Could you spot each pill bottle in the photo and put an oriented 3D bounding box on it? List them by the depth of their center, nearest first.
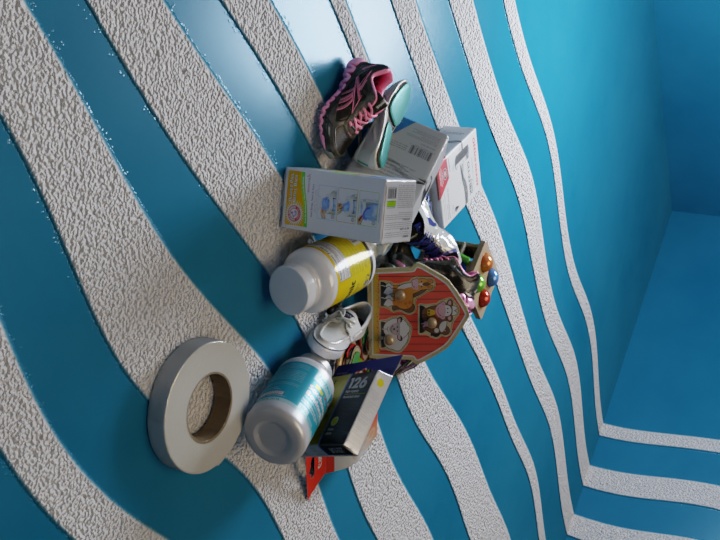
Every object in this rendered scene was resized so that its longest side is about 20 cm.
[{"bbox_3d":[-0.110,0.219,1.523,0.201,0.108,0.113,-58,145,-57],"label":"pill bottle"},{"bbox_3d":[-0.066,0.007,1.560,0.199,0.109,0.114,-26,120,-54],"label":"pill bottle"}]

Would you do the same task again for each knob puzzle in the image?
[{"bbox_3d":[0.111,0.085,1.756,0.031,0.214,0.225,-81,172,-76],"label":"knob puzzle"}]

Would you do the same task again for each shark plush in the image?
[{"bbox_3d":[0.000,0.000,1.723,0.084,0.089,0.204,106,1,-68],"label":"shark plush"}]

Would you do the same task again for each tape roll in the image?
[{"bbox_3d":[-0.241,0.204,1.385,0.202,0.036,0.208,-23,117,-56],"label":"tape roll"}]

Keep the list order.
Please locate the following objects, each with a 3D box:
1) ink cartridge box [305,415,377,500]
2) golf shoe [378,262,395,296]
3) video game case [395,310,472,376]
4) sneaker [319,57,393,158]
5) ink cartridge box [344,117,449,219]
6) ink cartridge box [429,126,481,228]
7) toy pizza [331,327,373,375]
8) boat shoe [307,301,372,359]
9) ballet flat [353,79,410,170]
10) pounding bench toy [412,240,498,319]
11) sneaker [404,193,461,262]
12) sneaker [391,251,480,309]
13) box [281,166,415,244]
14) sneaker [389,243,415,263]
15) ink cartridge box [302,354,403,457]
[{"bbox_3d":[-0.032,0.322,1.721,0.201,0.049,0.164,-52,155,-39],"label":"ink cartridge box"},{"bbox_3d":[0.081,0.057,1.838,0.086,0.078,0.203,-21,131,-11],"label":"golf shoe"},{"bbox_3d":[0.138,0.143,1.891,0.181,0.036,0.199,-46,167,16],"label":"video game case"},{"bbox_3d":[-0.003,-0.283,1.593,0.079,0.094,0.203,51,56,-54],"label":"sneaker"},{"bbox_3d":[0.057,-0.177,1.674,0.084,0.143,0.202,98,17,-59],"label":"ink cartridge box"},{"bbox_3d":[0.179,-0.202,1.954,0.200,0.082,0.147,-46,134,-46],"label":"ink cartridge box"},{"bbox_3d":[0.005,0.187,1.810,0.199,0.031,0.205,-25,119,-55],"label":"toy pizza"},{"bbox_3d":[-0.034,0.100,1.662,0.066,0.073,0.200,-60,171,22],"label":"boat shoe"},{"bbox_3d":[0.035,-0.268,1.645,0.070,0.068,0.203,58,43,-48],"label":"ballet flat"},{"bbox_3d":[0.204,-0.009,1.979,0.126,0.153,0.201,-63,145,-26],"label":"pounding bench toy"},{"bbox_3d":[0.122,-0.070,1.845,0.202,0.079,0.116,60,30,-17],"label":"sneaker"},{"bbox_3d":[0.155,0.000,1.826,0.197,0.079,0.097,26,88,-16],"label":"sneaker"},{"bbox_3d":[-0.021,-0.110,1.518,0.112,0.196,0.104,-8,106,-60],"label":"box"},{"bbox_3d":[0.126,0.021,1.897,0.076,0.112,0.203,-49,135,-42],"label":"sneaker"},{"bbox_3d":[-0.036,0.229,1.596,0.047,0.196,0.203,39,58,-24],"label":"ink cartridge box"}]
